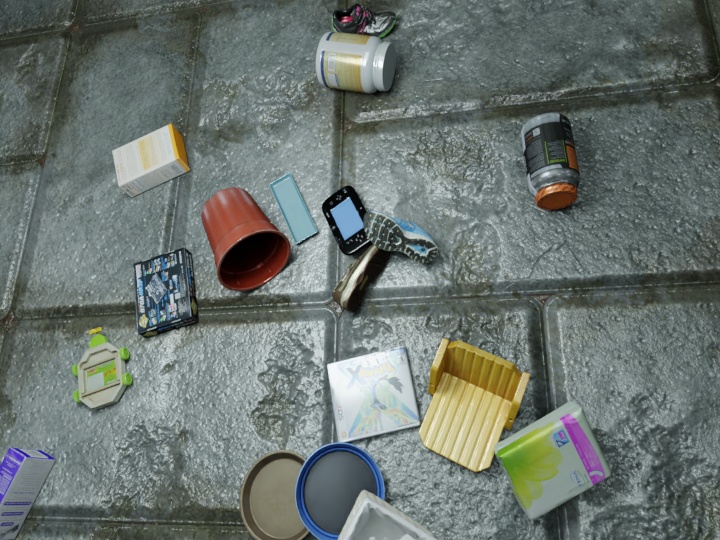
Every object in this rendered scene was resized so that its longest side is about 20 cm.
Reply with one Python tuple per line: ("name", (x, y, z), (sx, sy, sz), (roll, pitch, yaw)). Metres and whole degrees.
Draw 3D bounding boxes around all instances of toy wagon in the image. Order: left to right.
("toy wagon", (-0.673, 0.250, 1.516), (0.151, 0.040, 0.205), (-18, 67, 6))

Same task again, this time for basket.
("basket", (0.039, 0.572, 1.141), (0.197, 0.161, 0.202), (30, 78, 1))

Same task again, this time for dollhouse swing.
("dollhouse swing", (0.226, 0.289, 1.231), (0.195, 0.184, 0.178), (22, 56, 19))

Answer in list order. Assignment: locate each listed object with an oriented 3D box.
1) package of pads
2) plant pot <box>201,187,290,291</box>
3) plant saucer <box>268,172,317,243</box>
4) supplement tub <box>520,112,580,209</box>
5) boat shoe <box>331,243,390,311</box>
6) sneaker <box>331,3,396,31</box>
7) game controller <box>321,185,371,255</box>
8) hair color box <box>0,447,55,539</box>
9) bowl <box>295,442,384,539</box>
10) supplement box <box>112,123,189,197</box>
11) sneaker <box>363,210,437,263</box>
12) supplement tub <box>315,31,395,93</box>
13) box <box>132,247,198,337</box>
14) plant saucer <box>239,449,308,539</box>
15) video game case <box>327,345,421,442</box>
("package of pads", (0.387, 0.386, 1.177), (0.196, 0.068, 0.158), (-28, 94, 0))
("plant pot", (-0.305, -0.090, 1.480), (0.198, 0.202, 0.197), (-35, 58, -2))
("plant saucer", (-0.180, -0.166, 1.562), (0.069, 0.019, 0.204), (-27, 66, 2))
("supplement tub", (0.454, -0.258, 1.390), (0.118, 0.123, 0.206), (-5, 69, 11))
("boat shoe", (-0.002, -0.003, 1.434), (0.074, 0.075, 0.204), (24, 70, 37))
("sneaker", (0.007, -0.720, 1.680), (0.193, 0.084, 0.079), (1, 71, 13))
("game controller", (-0.031, -0.128, 1.482), (0.102, 0.042, 0.203), (-27, 54, 1))
("hair color box", (-0.845, 0.542, 1.413), (0.063, 0.110, 0.205), (17, 75, 18))
("bowl", (-0.044, 0.482, 1.266), (0.194, 0.040, 0.207), (0, 73, 0))
("supplement box", (-0.605, -0.317, 1.684), (0.195, 0.074, 0.129), (-22, 67, 4))
("sneaker", (0.095, -0.088, 1.419), (0.196, 0.091, 0.080), (27, 116, -7))
("supplement tub", (-0.011, -0.568, 1.598), (0.194, 0.145, 0.148), (13, 73, 17))
("box", (-0.518, 0.057, 1.544), (0.154, 0.046, 0.205), (-17, 68, 7))
("plant saucer", (-0.178, 0.512, 1.312), (0.193, 0.030, 0.206), (-4, 70, 11))
("video game case", (0.028, 0.286, 1.348), (0.194, 0.022, 0.188), (-14, 68, 8))
